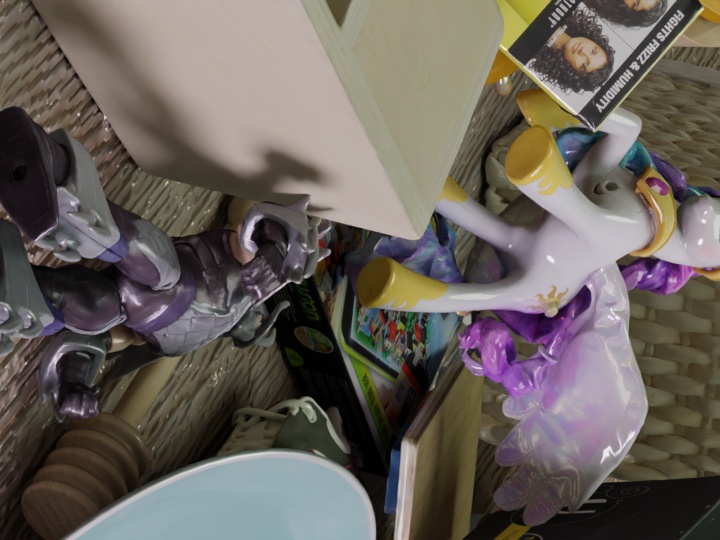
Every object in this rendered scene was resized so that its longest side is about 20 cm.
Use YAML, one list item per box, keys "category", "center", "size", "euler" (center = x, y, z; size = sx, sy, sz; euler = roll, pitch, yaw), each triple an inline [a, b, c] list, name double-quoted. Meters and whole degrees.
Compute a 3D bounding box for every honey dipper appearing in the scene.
- category: "honey dipper"
  center: [-0.079, 0.035, 1.248]
  size: [0.200, 0.038, 0.038]
  euler: [-58, 152, -41]

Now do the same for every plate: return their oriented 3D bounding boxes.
- category: "plate"
  center: [-0.083, 0.140, 1.213]
  size: [0.199, 0.026, 0.201]
  euler: [-24, 142, -20]

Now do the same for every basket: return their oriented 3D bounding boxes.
- category: "basket"
  center: [0.180, 0.008, 1.647]
  size: [0.161, 0.199, 0.199]
  euler: [-38, 137, -54]

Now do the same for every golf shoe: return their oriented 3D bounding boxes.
- category: "golf shoe"
  center: [-0.050, 0.098, 1.332]
  size: [0.200, 0.077, 0.089]
  euler: [26, 61, -72]

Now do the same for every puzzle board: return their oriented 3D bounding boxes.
- category: "puzzle board"
  center: [0.033, 0.124, 1.469]
  size: [0.200, 0.017, 0.152]
  euler: [-49, 146, -71]

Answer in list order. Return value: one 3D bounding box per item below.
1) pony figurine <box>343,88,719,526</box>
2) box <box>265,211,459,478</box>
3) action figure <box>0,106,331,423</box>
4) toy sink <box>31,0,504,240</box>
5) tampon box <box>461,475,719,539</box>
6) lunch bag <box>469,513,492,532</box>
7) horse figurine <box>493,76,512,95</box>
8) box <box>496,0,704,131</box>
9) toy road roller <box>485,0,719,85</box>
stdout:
- category: "pony figurine"
  center: [0.089, -0.001, 1.376]
  size: [0.199, 0.193, 0.167]
  euler: [18, 43, -42]
- category: "box"
  center: [0.000, 0.000, 1.419]
  size: [0.200, 0.035, 0.110]
  euler: [70, 39, -54]
- category: "action figure"
  center: [-0.087, 0.007, 1.135]
  size: [0.130, 0.070, 0.200]
  euler: [-41, 152, 17]
- category: "toy sink"
  center: [-0.038, -0.117, 1.133]
  size: [0.113, 0.130, 0.200]
  euler: [-68, 156, -20]
- category: "tampon box"
  center: [0.120, 0.215, 1.418]
  size: [0.150, 0.126, 0.201]
  euler: [-29, 111, -61]
- category: "lunch bag"
  center: [0.138, 0.213, 1.607]
  size: [0.201, 0.169, 0.124]
  euler: [-99, -178, -53]
- category: "horse figurine"
  center: [0.057, -0.144, 1.449]
  size: [0.133, 0.050, 0.201]
  euler: [48, 57, -69]
- category: "box"
  center: [0.045, -0.150, 1.230]
  size: [0.075, 0.200, 0.050]
  euler: [-47, -162, 3]
- category: "toy road roller"
  center: [0.075, -0.131, 1.328]
  size: [0.147, 0.199, 0.123]
  euler: [-63, -163, -4]
